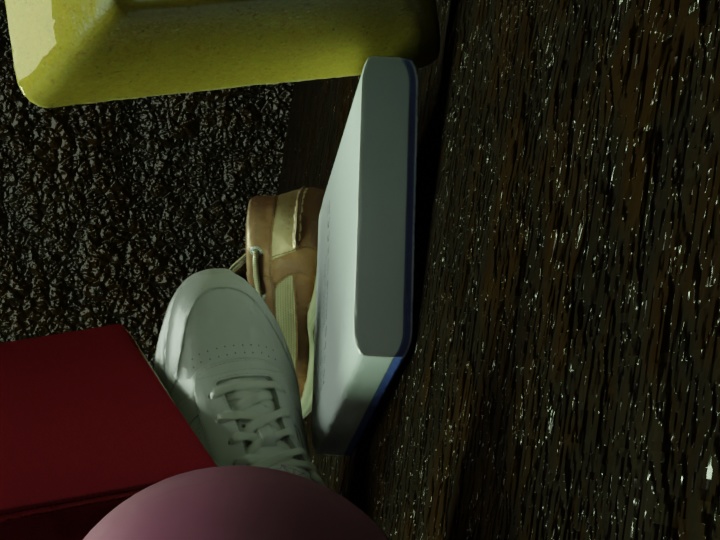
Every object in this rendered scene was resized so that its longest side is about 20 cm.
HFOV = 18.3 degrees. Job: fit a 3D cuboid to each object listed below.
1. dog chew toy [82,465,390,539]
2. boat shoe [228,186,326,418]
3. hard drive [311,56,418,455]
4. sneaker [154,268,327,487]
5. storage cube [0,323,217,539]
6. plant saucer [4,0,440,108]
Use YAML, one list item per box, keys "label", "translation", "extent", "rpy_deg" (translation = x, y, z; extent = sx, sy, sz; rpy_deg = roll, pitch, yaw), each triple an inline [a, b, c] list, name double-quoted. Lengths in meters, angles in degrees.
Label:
- label: "dog chew toy"
  translation: [-0.031, 0.138, 0.647]
  extent: [0.200, 0.124, 0.125]
  rpy_deg: [-115, 34, -70]
- label: "boat shoe"
  translation: [-0.046, 0.016, 1.286]
  extent: [0.200, 0.071, 0.076]
  rpy_deg: [104, 174, -51]
- label: "hard drive"
  translation: [0.000, 0.000, 1.033]
  extent: [0.200, 0.025, 0.133]
  rpy_deg: [112, 161, -73]
- label: "sneaker"
  translation: [-0.043, 0.093, 1.075]
  extent: [0.100, 0.075, 0.201]
  rpy_deg: [-27, 73, 62]
- label: "storage cube"
  translation: [-0.170, 0.148, 1.065]
  extent: [0.200, 0.179, 0.172]
  rpy_deg: [-135, 40, -58]
- label: "plant saucer"
  translation: [-0.056, -0.179, 0.937]
  extent: [0.048, 0.199, 0.201]
  rpy_deg: [-9, 90, 64]
